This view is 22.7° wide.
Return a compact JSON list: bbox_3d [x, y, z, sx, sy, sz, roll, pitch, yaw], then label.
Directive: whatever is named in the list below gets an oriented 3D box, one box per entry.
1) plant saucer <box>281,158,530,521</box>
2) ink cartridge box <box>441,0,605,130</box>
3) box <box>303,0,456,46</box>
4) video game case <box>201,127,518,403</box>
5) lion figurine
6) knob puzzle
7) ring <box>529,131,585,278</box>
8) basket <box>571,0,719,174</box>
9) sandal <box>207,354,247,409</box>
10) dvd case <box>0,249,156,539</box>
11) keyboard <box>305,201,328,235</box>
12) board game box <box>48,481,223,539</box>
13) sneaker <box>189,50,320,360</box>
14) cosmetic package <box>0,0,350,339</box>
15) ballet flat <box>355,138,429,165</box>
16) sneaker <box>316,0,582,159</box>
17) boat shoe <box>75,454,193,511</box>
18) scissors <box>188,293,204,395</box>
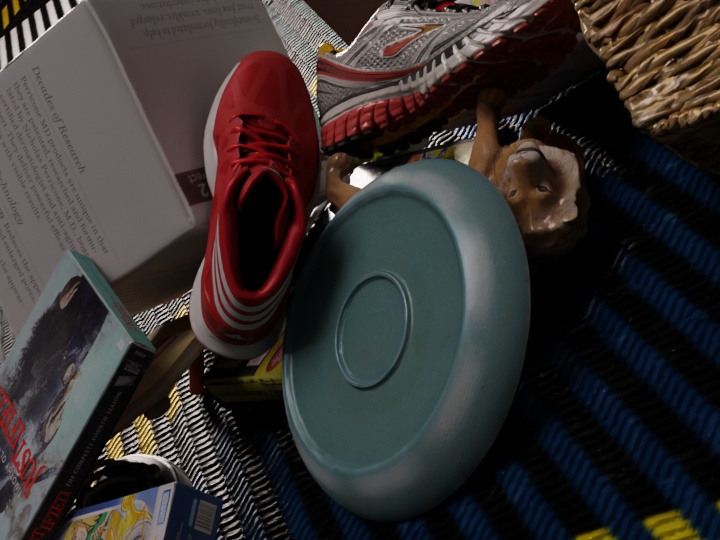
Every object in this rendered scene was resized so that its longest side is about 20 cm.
[{"bbox_3d":[0.014,0.034,0.969,0.200,0.027,0.201,-23,61,48],"label":"plant saucer"},{"bbox_3d":[0.107,-0.147,1.134,0.200,0.067,0.117,-29,-8,39],"label":"ink cartridge box"},{"bbox_3d":[0.066,-0.271,1.364,0.200,0.164,0.166,-55,22,-22],"label":"box"},{"bbox_3d":[0.000,0.000,1.144,0.200,0.026,0.181,-55,22,-23],"label":"video game case"},{"bbox_3d":[0.049,-0.031,1.027,0.200,0.072,0.123,-28,42,37],"label":"lion figurine"},{"bbox_3d":[-0.154,0.093,1.161,0.219,0.030,0.220,-39,9,7],"label":"knob puzzle"},{"bbox_3d":[0.062,-0.006,1.096,0.200,0.019,0.201,-40,21,18],"label":"ring"},{"bbox_3d":[0.238,-0.136,0.935,0.200,0.149,0.143,-38,55,22],"label":"basket"},{"bbox_3d":[-0.081,0.019,1.282,0.075,0.048,0.201,-38,23,21],"label":"sandal"},{"bbox_3d":[-0.199,0.101,1.085,0.200,0.022,0.146,-61,32,10],"label":"dvd case"},{"bbox_3d":[-0.037,-0.035,1.275,0.056,0.011,0.200,-47,6,20],"label":"keyboard"},{"bbox_3d":[-0.144,0.223,0.970,0.135,0.034,0.200,-22,49,48],"label":"board game box"},{"bbox_3d":[-0.049,-0.057,1.038,0.116,0.078,0.201,125,149,-62],"label":"sneaker"},{"bbox_3d":[-0.151,-0.073,1.205,0.200,0.165,0.165,-32,-7,37],"label":"cosmetic package"},{"bbox_3d":[0.016,-0.102,1.278,0.200,0.067,0.067,-92,16,-88],"label":"ballet flat"},{"bbox_3d":[0.044,-0.135,1.061,0.200,0.078,0.082,-22,75,36],"label":"sneaker"},{"bbox_3d":[-0.146,0.149,1.145,0.071,0.064,0.200,-48,21,-6],"label":"boat shoe"},{"bbox_3d":[-0.125,0.054,1.338,0.200,0.014,0.073,167,101,-82],"label":"scissors"}]
